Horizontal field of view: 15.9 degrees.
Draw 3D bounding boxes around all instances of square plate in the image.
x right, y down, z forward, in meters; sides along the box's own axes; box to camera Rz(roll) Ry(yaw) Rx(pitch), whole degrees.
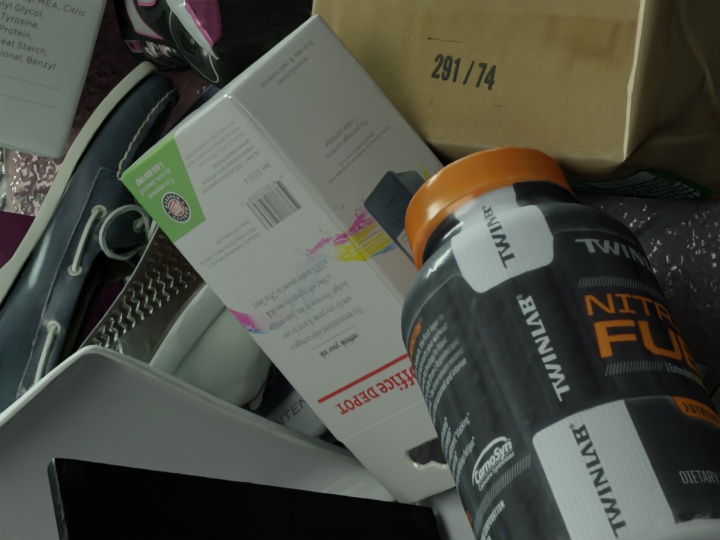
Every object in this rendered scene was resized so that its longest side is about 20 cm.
[{"bbox_3d":[-0.112,0.108,1.217,0.200,0.198,0.029,-36,44,33],"label":"square plate"}]

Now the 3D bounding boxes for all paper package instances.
[{"bbox_3d":[0.081,-0.133,1.136,0.199,0.103,0.192,7,89,43],"label":"paper package"}]

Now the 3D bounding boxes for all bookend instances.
[{"bbox_3d":[-0.087,0.185,1.149,0.200,0.198,0.092,-48,45,38],"label":"bookend"}]

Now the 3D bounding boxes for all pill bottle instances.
[{"bbox_3d":[0.079,0.047,1.011,0.106,0.106,0.201,-43,50,29],"label":"pill bottle"}]

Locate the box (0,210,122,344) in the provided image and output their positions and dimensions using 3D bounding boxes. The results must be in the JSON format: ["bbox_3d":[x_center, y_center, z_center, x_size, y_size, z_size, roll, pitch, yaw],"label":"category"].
[{"bbox_3d":[-0.203,0.099,1.367,0.200,0.096,0.177,-41,58,30],"label":"box"}]

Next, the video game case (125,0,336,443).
[{"bbox_3d":[-0.042,-0.008,1.284,0.182,0.023,0.201,-43,56,29],"label":"video game case"}]

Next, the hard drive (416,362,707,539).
[{"bbox_3d":[0.077,0.126,1.149,0.132,0.027,0.201,15,93,44],"label":"hard drive"}]

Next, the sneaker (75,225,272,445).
[{"bbox_3d":[-0.062,0.011,1.248,0.200,0.085,0.073,-51,46,-3],"label":"sneaker"}]

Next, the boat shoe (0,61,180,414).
[{"bbox_3d":[-0.134,-0.010,1.266,0.062,0.075,0.201,25,67,8],"label":"boat shoe"}]

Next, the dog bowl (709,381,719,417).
[{"bbox_3d":[0.215,0.113,0.990,0.199,0.074,0.201,-8,78,43],"label":"dog bowl"}]

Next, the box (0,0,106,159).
[{"bbox_3d":[-0.251,-0.156,1.344,0.199,0.199,0.131,30,105,67],"label":"box"}]

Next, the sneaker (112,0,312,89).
[{"bbox_3d":[-0.082,-0.132,1.306,0.200,0.080,0.087,-116,37,-56],"label":"sneaker"}]

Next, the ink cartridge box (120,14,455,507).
[{"bbox_3d":[0.000,0.000,1.136,0.200,0.067,0.117,51,146,-6],"label":"ink cartridge box"}]
